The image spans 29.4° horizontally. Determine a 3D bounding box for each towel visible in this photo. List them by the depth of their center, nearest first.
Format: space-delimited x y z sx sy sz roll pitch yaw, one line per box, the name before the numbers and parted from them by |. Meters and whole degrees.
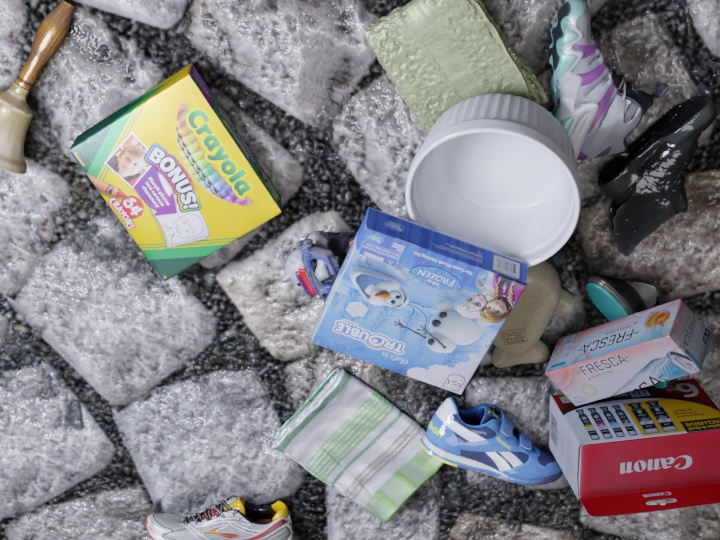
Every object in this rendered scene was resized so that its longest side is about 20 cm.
towel | 0.110 -0.236 1.600 0.148 0.037 0.200 -31 110 20
towel | 0.002 0.235 1.815 0.200 0.031 0.149 38 109 -15

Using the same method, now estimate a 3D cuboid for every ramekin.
ramekin | 0.156 -0.108 1.577 0.199 0.105 0.201 6 130 7

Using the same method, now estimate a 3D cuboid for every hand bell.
hand bell | -0.389 -0.225 1.596 0.104 0.104 0.201 29 99 -12

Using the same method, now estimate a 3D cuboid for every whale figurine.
whale figurine | 0.186 0.037 1.706 0.158 0.104 0.201 -10 137 9

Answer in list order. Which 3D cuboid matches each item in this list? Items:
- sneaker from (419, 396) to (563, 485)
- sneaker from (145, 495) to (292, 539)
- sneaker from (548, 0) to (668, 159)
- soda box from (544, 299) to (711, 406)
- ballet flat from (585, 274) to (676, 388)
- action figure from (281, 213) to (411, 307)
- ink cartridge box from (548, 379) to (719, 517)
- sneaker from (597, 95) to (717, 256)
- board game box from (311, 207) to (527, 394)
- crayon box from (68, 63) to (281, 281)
sneaker | 0.180 0.223 1.786 0.199 0.074 0.083 16 100 -14
sneaker | -0.188 0.336 1.841 0.199 0.078 0.083 3 110 -12
sneaker | 0.290 -0.222 1.597 0.139 0.078 0.201 -1 123 -2
soda box | 0.323 0.102 1.669 0.068 0.064 0.200 44 141 -20
ballet flat | 0.349 0.060 1.722 0.068 0.068 0.200 -47 121 -17
action figure | 0.000 0.000 1.697 0.192 0.105 0.201 -5 139 10
ink cartridge box | 0.355 0.220 1.716 0.199 0.176 0.084 -6 114 -7
sneaker | 0.366 -0.113 1.650 0.200 0.060 0.104 -39 111 18
board game box | 0.066 0.040 1.617 0.199 0.044 0.200 19 132 -8
crayon box | -0.218 -0.115 1.645 0.172 0.058 0.200 -30 110 12
